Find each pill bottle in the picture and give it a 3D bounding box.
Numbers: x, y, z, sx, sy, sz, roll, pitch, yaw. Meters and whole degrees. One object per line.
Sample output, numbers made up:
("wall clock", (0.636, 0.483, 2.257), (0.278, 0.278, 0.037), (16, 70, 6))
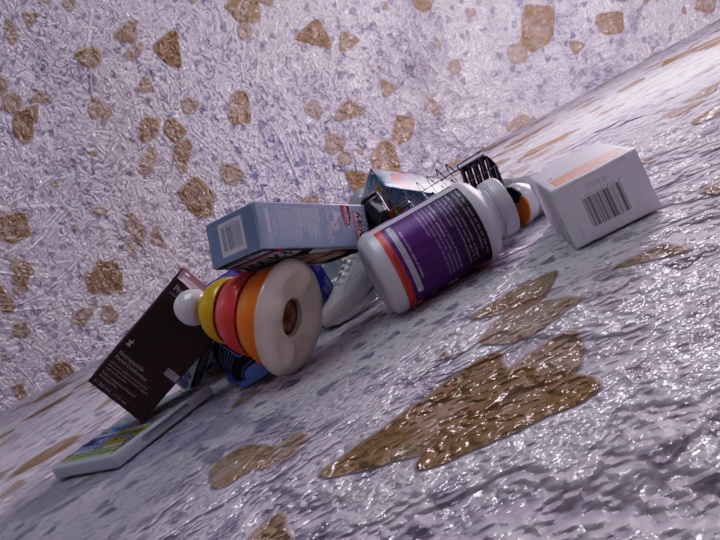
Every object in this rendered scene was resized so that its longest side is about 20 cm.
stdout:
("pill bottle", (0.102, -0.038, 0.922), (0.198, 0.114, 0.112), (-29, 7, -6))

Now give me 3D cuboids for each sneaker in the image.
("sneaker", (-0.172, 0.117, 1.033), (0.070, 0.079, 0.199), (-32, 8, -28))
("sneaker", (0.249, -0.113, 1.098), (0.091, 0.077, 0.200), (-22, 14, -8))
("sneaker", (0.000, 0.000, 1.089), (0.200, 0.081, 0.076), (-46, 16, -12))

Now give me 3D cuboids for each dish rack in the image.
("dish rack", (0.113, -0.076, 1.010), (0.198, 0.154, 0.055), (-30, 39, -4))

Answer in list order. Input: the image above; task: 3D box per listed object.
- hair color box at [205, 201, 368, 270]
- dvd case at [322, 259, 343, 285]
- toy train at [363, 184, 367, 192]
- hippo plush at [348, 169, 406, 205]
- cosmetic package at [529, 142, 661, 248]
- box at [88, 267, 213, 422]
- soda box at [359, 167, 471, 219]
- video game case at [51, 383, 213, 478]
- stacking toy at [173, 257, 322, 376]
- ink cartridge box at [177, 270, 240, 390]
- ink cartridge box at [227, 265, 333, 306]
("hair color box", (-0.088, -0.044, 0.924), (0.098, 0.062, 0.198), (-18, -9, 41))
("dvd case", (-0.111, 0.041, 1.194), (0.199, 0.025, 0.151), (-34, 41, -5))
("toy train", (0.093, -0.111, 1.122), (0.197, 0.042, 0.057), (2, -44, -23))
("hippo plush", (0.043, -0.074, 1.192), (0.199, 0.163, 0.159), (-20, 10, 47))
("cosmetic package", (0.269, -0.095, 0.847), (0.100, 0.072, 0.200), (-27, 7, 11))
("box", (-0.285, 0.107, 1.033), (0.201, 0.100, 0.075), (-49, 13, 3))
("soda box", (0.100, -0.097, 1.062), (0.197, 0.069, 0.064), (5, 29, -26))
("video game case", (-0.335, 0.238, 1.054), (0.198, 0.022, 0.182), (-21, 10, 42))
("stacking toy", (-0.160, 0.052, 0.937), (0.197, 0.148, 0.146), (5, 23, 28))
("ink cartridge box", (-0.243, 0.099, 1.162), (0.094, 0.044, 0.202), (-39, -22, -52))
("ink cartridge box", (-0.139, 0.002, 1.146), (0.198, 0.095, 0.044), (13, 56, 38))
